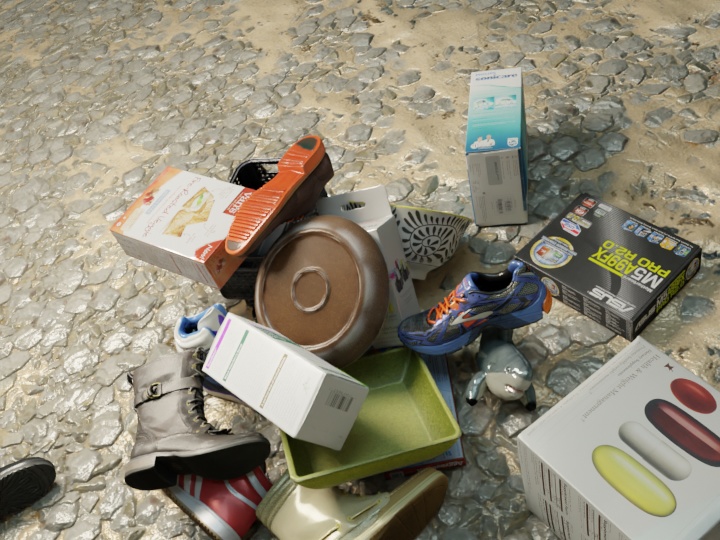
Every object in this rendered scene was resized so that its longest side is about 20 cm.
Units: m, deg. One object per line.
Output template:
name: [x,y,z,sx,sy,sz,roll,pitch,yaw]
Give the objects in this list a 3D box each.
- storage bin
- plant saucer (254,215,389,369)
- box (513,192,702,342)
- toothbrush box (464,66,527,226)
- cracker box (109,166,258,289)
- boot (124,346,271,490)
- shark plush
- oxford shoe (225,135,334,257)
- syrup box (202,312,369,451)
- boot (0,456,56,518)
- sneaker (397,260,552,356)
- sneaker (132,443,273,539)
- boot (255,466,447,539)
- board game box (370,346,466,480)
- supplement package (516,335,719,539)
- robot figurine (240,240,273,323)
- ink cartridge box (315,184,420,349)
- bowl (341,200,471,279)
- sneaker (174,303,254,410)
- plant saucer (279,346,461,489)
storage bin: [-0.136,-0.063,1.276,0.133,0.094,0.202,0,50,23]
plant saucer: [-0.058,0.027,1.107,0.197,0.032,0.204,-5,79,26]
box: [0.336,-0.011,1.196,0.160,0.045,0.199,-39,48,-20]
toothbrush box: [0.212,-0.190,1.337,0.084,0.148,0.202,-3,45,13]
cracker box: [-0.233,-0.064,1.210,0.198,0.058,0.135,17,57,33]
boot: [-0.205,0.168,1.071,0.196,0.070,0.176,-11,49,8]
shark plush: [0.190,0.095,1.114,0.089,0.084,0.201,12,35,3]
oxford shoe: [-0.099,-0.084,1.149,0.071,0.073,0.201,17,61,45]
syrup box: [-0.091,0.125,1.013,0.199,0.078,0.082,26,89,46]
boot: [-0.519,0.254,1.204,0.163,0.066,0.200,-30,41,-14]
sneaker: [0.134,0.040,1.088,0.197,0.079,0.076,-23,31,11]
sneaker: [-0.191,0.248,1.093,0.199,0.072,0.113,32,66,30]
boot: [-0.011,0.268,1.020,0.199,0.073,0.155,-38,46,-16]
board game box: [0.071,0.169,1.124,0.101,0.020,0.202,-11,45,6]
supplement package: [0.303,0.218,0.911,0.190,0.148,0.200,-35,46,-17]
robot figurine: [-0.112,0.017,1.302,0.144,0.059,0.200,-30,45,-12]
ink cartridge box: [0.000,0.000,1.163,0.113,0.203,0.068,-10,14,27]
bowl: [0.056,-0.039,1.252,0.198,0.200,0.096,8,91,24]
sneaker: [-0.157,0.111,1.160,0.197,0.148,0.081,6,48,23]
plant saucer: [0.002,0.182,1.048,0.196,0.049,0.201,-13,28,-8]
